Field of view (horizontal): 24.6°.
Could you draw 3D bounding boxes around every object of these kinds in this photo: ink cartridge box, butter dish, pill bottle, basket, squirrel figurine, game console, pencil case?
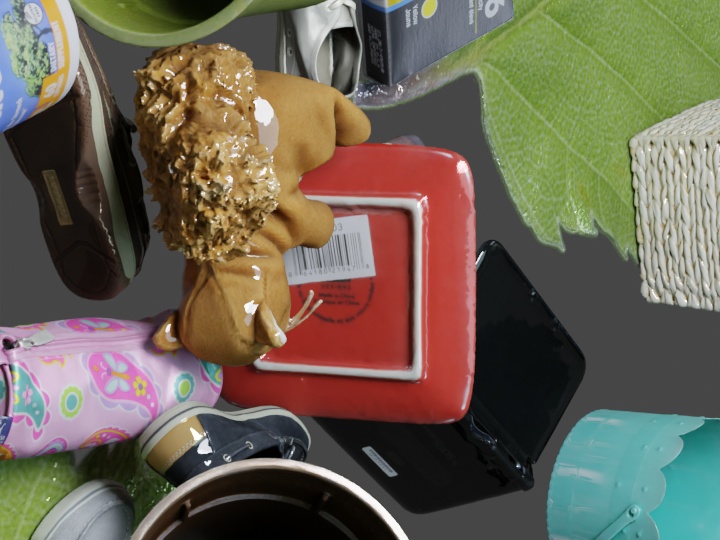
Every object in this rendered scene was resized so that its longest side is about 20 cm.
[{"bbox_3d":[0.077,-0.272,1.309,0.199,0.047,0.199,-32,134,-29],"label":"ink cartridge box"},{"bbox_3d":[0.000,0.000,1.235,0.148,0.199,0.201,-30,121,-71],"label":"butter dish"},{"bbox_3d":[-0.262,-0.107,0.919,0.200,0.112,0.113,-38,123,-42],"label":"pill bottle"},{"bbox_3d":[0.398,-0.073,1.711,0.200,0.160,0.200,-26,114,-46],"label":"basket"},{"bbox_3d":[-0.091,-0.039,1.067,0.200,0.141,0.188,44,51,-66],"label":"squirrel figurine"},{"bbox_3d":[0.073,0.093,1.358,0.200,0.175,0.117,49,33,-42],"label":"game console"},{"bbox_3d":[-0.180,0.070,1.067,0.199,0.087,0.088,-2,96,-52],"label":"pencil case"}]

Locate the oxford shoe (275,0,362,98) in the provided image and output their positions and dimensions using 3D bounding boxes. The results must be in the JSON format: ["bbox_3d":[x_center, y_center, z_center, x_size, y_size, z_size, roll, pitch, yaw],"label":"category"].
[{"bbox_3d":[-0.032,-0.214,1.237,0.075,0.058,0.201,-15,105,-47],"label":"oxford shoe"}]

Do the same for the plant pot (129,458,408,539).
[{"bbox_3d":[-0.073,0.242,1.082,0.199,0.198,0.202,4,70,-12],"label":"plant pot"}]

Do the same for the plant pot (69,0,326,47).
[{"bbox_3d":[-0.081,-0.243,1.088,0.190,0.199,0.202,-8,101,-62],"label":"plant pot"}]

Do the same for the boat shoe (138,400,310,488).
[{"bbox_3d":[-0.083,0.133,1.143,0.075,0.062,0.200,-44,160,9],"label":"boat shoe"}]

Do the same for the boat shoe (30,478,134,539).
[{"bbox_3d":[-0.194,0.229,1.082,0.201,0.071,0.070,-59,135,-28],"label":"boat shoe"}]

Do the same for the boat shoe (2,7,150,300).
[{"bbox_3d":[-0.181,-0.086,1.067,0.075,0.074,0.204,-48,137,-54],"label":"boat shoe"}]

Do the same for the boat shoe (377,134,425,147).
[{"bbox_3d":[0.052,-0.016,1.359,0.065,0.072,0.201,-32,113,-39],"label":"boat shoe"}]

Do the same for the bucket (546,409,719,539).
[{"bbox_3d":[0.285,0.234,1.632,0.207,0.134,0.209,-8,101,-50],"label":"bucket"}]
